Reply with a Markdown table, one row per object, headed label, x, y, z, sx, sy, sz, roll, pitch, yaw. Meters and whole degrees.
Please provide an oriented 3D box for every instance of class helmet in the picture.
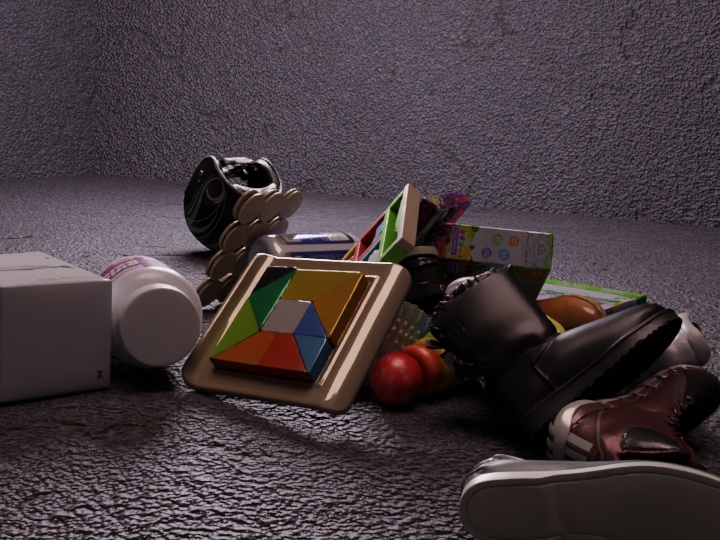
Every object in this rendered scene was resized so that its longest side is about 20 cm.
| label | x | y | z | sx | sy | sz | roll | pitch | yaw |
| --- | --- | --- | --- | --- | --- | --- | --- | --- | --- |
| helmet | -0.257 | -0.126 | 1.815 | 0.199 | 0.191 | 0.200 | 22 | 37 | -18 |

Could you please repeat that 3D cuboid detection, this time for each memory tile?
| label | x | y | z | sx | sy | sz | roll | pitch | yaw |
| --- | --- | --- | --- | --- | --- | --- | --- | --- | --- |
| memory tile | -0.165 | -0.035 | 1.338 | 0.017 | 0.200 | 0.153 | 39 | 25 | 19 |

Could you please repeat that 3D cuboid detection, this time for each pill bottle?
| label | x | y | z | sx | sy | sz | roll | pitch | yaw |
| --- | --- | --- | --- | --- | --- | --- | --- | --- | --- |
| pill bottle | -0.056 | 0.002 | 1.347 | 0.199 | 0.116 | 0.116 | -3 | 11 | -31 |
| pill bottle | -0.239 | 0.046 | 1.019 | 0.112 | 0.113 | 0.200 | -1 | 6 | -22 |

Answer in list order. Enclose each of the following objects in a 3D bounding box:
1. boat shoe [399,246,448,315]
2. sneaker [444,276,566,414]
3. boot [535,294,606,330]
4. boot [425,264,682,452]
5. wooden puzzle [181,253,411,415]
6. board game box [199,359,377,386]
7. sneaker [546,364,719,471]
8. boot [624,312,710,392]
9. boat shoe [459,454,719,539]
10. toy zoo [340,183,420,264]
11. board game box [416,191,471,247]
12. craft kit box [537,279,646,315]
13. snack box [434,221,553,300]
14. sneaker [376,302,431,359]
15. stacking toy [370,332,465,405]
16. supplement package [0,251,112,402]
| label | x | y | z | sx | sy | sz | roll | pitch | yaw |
| --- | --- | --- | --- | --- | --- | --- | --- | --- | --- |
| boat shoe | 0.074 | 0.028 | 1.117 | 0.073 | 0.063 | 0.201 | -11 | -15 | 3 |
| sneaker | 0.151 | 0.084 | 0.917 | 0.200 | 0.076 | 0.105 | 31 | 50 | 24 |
| boot | 0.192 | 0.074 | 1.147 | 0.154 | 0.074 | 0.200 | -5 | 0 | -43 |
| boot | 0.174 | 0.057 | 0.858 | 0.198 | 0.073 | 0.163 | -36 | 55 | -5 |
| wooden puzzle | -0.068 | 0.054 | 0.944 | 0.199 | 0.037 | 0.185 | 7 | 51 | 30 |
| board game box | -0.079 | 0.094 | 1.073 | 0.199 | 0.026 | 0.200 | 2 | 10 | -1 |
| sneaker | 0.266 | 0.146 | 0.779 | 0.199 | 0.076 | 0.115 | -14 | 22 | -27 |
| boot | 0.310 | 0.087 | 0.944 | 0.095 | 0.074 | 0.200 | -30 | -3 | 11 |
| boat shoe | 0.170 | 0.158 | 0.644 | 0.199 | 0.073 | 0.062 | -1 | 13 | 9 |
| toy zoo | 0.000 | 0.000 | 1.087 | 0.020 | 0.200 | 0.131 | 34 | 31 | -14 |
| board game box | 0.051 | -0.016 | 1.164 | 0.032 | 0.200 | 0.120 | 44 | 25 | 10 |
| craft kit box | 0.300 | 0.052 | 1.378 | 0.199 | 0.049 | 0.197 | 10 | 15 | 36 |
| snack box | 0.167 | -0.004 | 1.187 | 0.142 | 0.053 | 0.200 | 5 | -14 | 6 |
| sneaker | 0.040 | 0.072 | 1.037 | 0.080 | 0.077 | 0.200 | 17 | -3 | 33 |
| stacking toy | 0.088 | 0.097 | 0.980 | 0.085 | 0.086 | 0.200 | 11 | 19 | 40 |
| supplement package | -0.358 | 0.052 | 0.967 | 0.117 | 0.118 | 0.200 | -3 | 12 | -41 |
